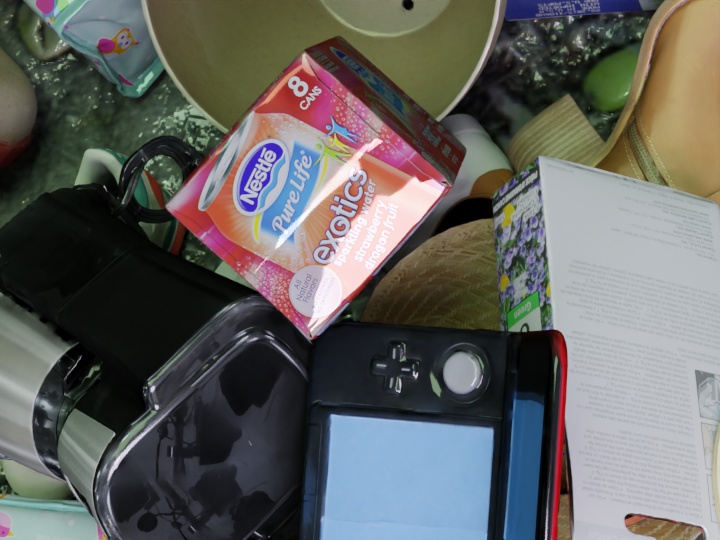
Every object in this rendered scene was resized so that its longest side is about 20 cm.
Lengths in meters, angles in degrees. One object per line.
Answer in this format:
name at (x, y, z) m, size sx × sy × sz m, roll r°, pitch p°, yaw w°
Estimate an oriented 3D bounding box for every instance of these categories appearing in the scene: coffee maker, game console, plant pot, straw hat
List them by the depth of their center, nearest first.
game console at (0.026, 0.123, 1.137) m, size 0.172 × 0.119 × 0.201 m, roll 3°, pitch 87°, yaw 27°
coffee maker at (-0.102, 0.034, 1.287) m, size 0.200 × 0.135 × 0.192 m, roll 26°, pitch 90°, yaw 49°
straw hat at (0.086, 0.080, 1.306) m, size 0.200 × 0.085 × 0.202 m, roll 4°, pitch 61°, yaw -7°
plant pot at (-0.005, -0.168, 1.419) m, size 0.200 × 0.134 × 0.201 m, roll 4°, pitch 103°, yaw 16°

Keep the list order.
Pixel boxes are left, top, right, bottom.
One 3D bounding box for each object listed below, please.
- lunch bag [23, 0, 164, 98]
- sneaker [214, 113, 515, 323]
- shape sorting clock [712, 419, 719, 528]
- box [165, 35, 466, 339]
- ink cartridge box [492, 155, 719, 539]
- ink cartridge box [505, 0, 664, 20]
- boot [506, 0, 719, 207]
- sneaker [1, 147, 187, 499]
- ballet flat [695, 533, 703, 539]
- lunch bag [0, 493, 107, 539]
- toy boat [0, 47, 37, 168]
lunch bag at (-0.130, -0.232, 1.518) m, size 0.200 × 0.122 × 0.170 m, roll -47°, pitch 59°, yaw 1°
sneaker at (0.000, 0.000, 1.389) m, size 0.200 × 0.073 × 0.085 m, roll -36°, pitch 57°, yaw -1°
shape sorting clock at (0.259, 0.110, 1.218) m, size 0.199 × 0.039 × 0.201 m, roll 10°, pitch 62°, yaw -19°
box at (-0.017, -0.046, 1.263) m, size 0.095 × 0.200 × 0.100 m, roll 42°, pitch 99°, yaw -2°
ink cartridge box at (0.124, 0.052, 1.232) m, size 0.050 × 0.109 × 0.201 m, roll -40°, pitch 45°, yaw 50°
ink cartridge box at (0.178, -0.239, 1.458) m, size 0.196 × 0.043 × 0.201 m, roll -2°, pitch 63°, yaw 20°
boot at (0.191, -0.059, 1.353) m, size 0.200 × 0.074 × 0.155 m, roll -41°, pitch 63°, yaw 11°
sneaker at (-0.160, 0.025, 1.421) m, size 0.070 × 0.093 × 0.200 m, roll 11°, pitch 70°, yaw 24°
ballet flat at (0.206, 0.136, 1.275) m, size 0.067 × 0.046 × 0.200 m, roll -43°, pitch 51°, yaw 21°
lunch bag at (-0.152, 0.203, 1.344) m, size 0.199 × 0.077 × 0.161 m, roll 5°, pitch 67°, yaw 21°
toy boat at (-0.291, -0.103, 1.529) m, size 0.200 × 0.130 × 0.131 m, roll 45°, pitch 115°, yaw 30°
